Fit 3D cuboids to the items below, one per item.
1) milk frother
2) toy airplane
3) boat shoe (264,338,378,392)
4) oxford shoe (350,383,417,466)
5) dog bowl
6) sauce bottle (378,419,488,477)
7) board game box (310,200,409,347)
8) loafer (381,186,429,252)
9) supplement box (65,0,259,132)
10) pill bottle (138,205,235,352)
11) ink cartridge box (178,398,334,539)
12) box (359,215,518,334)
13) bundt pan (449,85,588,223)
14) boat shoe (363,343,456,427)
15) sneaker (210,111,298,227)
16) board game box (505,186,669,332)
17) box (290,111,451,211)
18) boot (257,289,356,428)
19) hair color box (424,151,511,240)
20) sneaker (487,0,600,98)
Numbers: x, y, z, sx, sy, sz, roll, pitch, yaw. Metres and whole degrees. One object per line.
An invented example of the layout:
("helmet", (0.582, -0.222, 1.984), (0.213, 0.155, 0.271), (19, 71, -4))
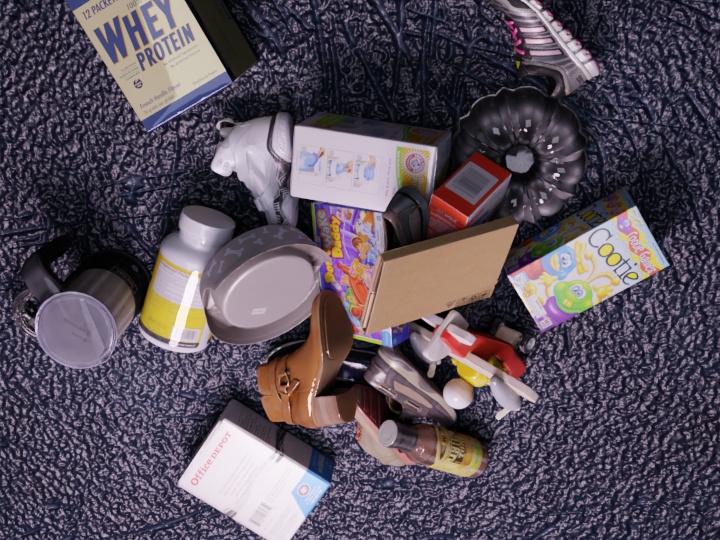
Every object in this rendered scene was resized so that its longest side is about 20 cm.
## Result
("milk frother", (-0.432, 0.070, 1.570), (0.180, 0.188, 0.200), (31, 109, -5))
("toy airplane", (0.153, 0.133, 1.538), (0.199, 0.200, 0.142), (22, 97, -2))
("boat shoe", (-0.049, 0.151, 1.634), (0.199, 0.062, 0.075), (6, 111, 4))
("oxford shoe", (0.019, 0.245, 1.628), (0.075, 0.071, 0.200), (-19, 131, 22))
("dog bowl", (-0.138, 0.017, 1.522), (0.200, 0.059, 0.200), (-22, 144, -17))
("sauce bottle", (0.110, 0.266, 1.610), (0.200, 0.065, 0.065), (21, 114, -40))
("board game box", (0.000, 0.000, 1.552), (0.134, 0.045, 0.201), (10, 113, 37))
("loafer", (0.053, -0.021, 1.435), (0.072, 0.063, 0.200), (29, 142, 31))
("supplement box", (-0.254, -0.318, 1.415), (0.134, 0.200, 0.200), (-28, 105, 13))
("pill bottle", (-0.250, 0.011, 1.575), (0.112, 0.112, 0.201), (19, 109, -2))
("ink cartridge box", (-0.163, 0.319, 1.688), (0.200, 0.084, 0.146), (34, 108, -6))
("box", (0.103, 0.007, 1.414), (0.199, 0.021, 0.164), (-15, 147, -21))
("bundt pan", (0.224, -0.153, 1.500), (0.201, 0.076, 0.203), (1, 110, 4))
("boat shoe", (0.070, 0.182, 1.602), (0.073, 0.075, 0.200), (-43, 126, 3))
("sneaker", (-0.150, -0.128, 1.542), (0.114, 0.075, 0.201), (1, 105, 6))
("board game box", (0.318, -0.016, 1.524), (0.200, 0.103, 0.105), (-30, 104, 14))
("box", (0.016, -0.148, 1.482), (0.199, 0.112, 0.102), (11, 110, 14))
("boot", (-0.085, 0.133, 1.580), (0.155, 0.077, 0.201), (-6, 96, 39))
("hair color box", (0.133, -0.053, 1.471), (0.064, 0.111, 0.200), (35, 145, 16))
("sneaker", (0.229, -0.308, 1.445), (0.200, 0.074, 0.087), (40, 101, -14))
